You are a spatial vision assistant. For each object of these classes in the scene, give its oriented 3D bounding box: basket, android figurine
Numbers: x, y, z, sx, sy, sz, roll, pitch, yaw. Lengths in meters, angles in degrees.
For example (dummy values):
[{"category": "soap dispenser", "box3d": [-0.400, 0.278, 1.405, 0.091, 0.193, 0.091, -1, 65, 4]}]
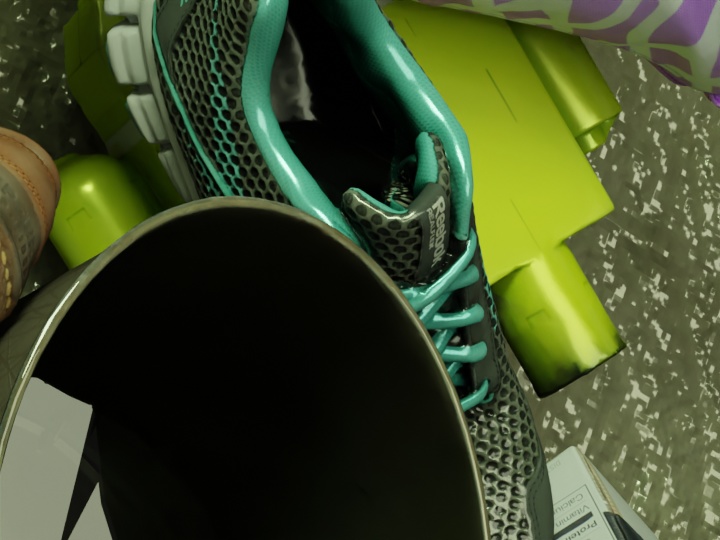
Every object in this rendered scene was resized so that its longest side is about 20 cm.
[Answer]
[{"category": "basket", "box3d": [-0.079, 0.082, 0.725, 0.136, 0.200, 0.181, 5, 82, -34]}, {"category": "android figurine", "box3d": [-0.008, -0.040, 0.847, 0.182, 0.041, 0.200, -32, 89, -27]}]

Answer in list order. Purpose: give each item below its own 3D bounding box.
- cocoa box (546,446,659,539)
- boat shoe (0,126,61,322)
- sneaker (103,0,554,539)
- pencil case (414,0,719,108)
[{"category": "cocoa box", "box3d": [0.077, 0.178, 0.809, 0.133, 0.131, 0.200, -36, 124, 7]}, {"category": "boat shoe", "box3d": [-0.153, -0.006, 0.698, 0.068, 0.199, 0.072, -46, 126, -41]}, {"category": "sneaker", "box3d": [0.000, 0.000, 0.729, 0.077, 0.091, 0.201, -30, 101, -19]}, {"category": "pencil case", "box3d": [0.033, -0.102, 0.816, 0.199, 0.084, 0.086, 10, 111, -18]}]
